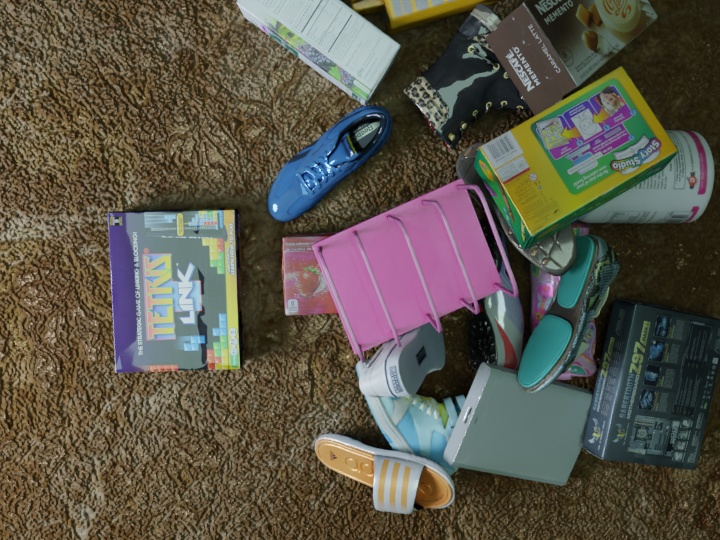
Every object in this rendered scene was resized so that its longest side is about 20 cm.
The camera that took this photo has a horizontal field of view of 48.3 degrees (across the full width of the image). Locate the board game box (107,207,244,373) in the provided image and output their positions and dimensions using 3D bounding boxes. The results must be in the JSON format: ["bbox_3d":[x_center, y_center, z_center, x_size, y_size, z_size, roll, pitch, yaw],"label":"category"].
[{"bbox_3d":[-0.233,0.024,1.030,0.160,0.057,0.206,-2,95,-3],"label":"board game box"}]

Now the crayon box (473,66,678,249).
[{"bbox_3d":[0.244,-0.128,0.918,0.197,0.058,0.121,-29,76,-4],"label":"crayon box"}]

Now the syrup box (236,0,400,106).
[{"bbox_3d":[-0.051,-0.299,0.998,0.198,0.079,0.082,34,93,-5],"label":"syrup box"}]

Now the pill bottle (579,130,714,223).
[{"bbox_3d":[0.324,-0.118,1.005,0.194,0.113,0.117,0,95,-7],"label":"pill bottle"}]

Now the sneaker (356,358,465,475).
[{"bbox_3d":[0.085,0.177,1.045,0.129,0.080,0.203,-30,105,2],"label":"sneaker"}]

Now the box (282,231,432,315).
[{"bbox_3d":[0.000,0.000,1.014,0.194,0.100,0.098,-2,94,-2],"label":"box"}]

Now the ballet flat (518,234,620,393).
[{"bbox_3d":[0.258,0.060,0.967,0.073,0.074,0.204,23,97,-4],"label":"ballet flat"}]

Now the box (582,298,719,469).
[{"bbox_3d":[0.385,0.150,1.048,0.154,0.051,0.206,9,94,-20],"label":"box"}]

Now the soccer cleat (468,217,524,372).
[{"bbox_3d":[0.180,0.034,1.050,0.072,0.068,0.206,1,84,-34],"label":"soccer cleat"}]

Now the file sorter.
[{"bbox_3d":[0.060,0.000,0.904,0.196,0.125,0.142,-23,96,-1],"label":"file sorter"}]

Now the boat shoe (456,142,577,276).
[{"bbox_3d":[0.197,-0.074,0.988,0.074,0.073,0.202,-38,66,7],"label":"boat shoe"}]

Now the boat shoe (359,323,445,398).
[{"bbox_3d":[0.053,0.104,0.989,0.064,0.199,0.076,-14,91,23],"label":"boat shoe"}]

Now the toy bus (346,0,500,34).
[{"bbox_3d":[0.081,-0.354,1.006,0.195,0.065,0.080,-17,97,-1],"label":"toy bus"}]

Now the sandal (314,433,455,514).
[{"bbox_3d":[0.021,0.269,1.017,0.202,0.059,0.081,10,125,27],"label":"sandal"}]

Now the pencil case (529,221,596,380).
[{"bbox_3d":[0.258,0.035,1.034,0.085,0.087,0.206,-4,96,-2],"label":"pencil case"}]

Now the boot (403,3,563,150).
[{"bbox_3d":[0.163,-0.211,1.018,0.150,0.073,0.200,-41,105,7],"label":"boot"}]

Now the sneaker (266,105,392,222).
[{"bbox_3d":[-0.043,-0.137,1.014,0.199,0.078,0.066,-40,97,3],"label":"sneaker"}]

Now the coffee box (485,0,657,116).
[{"bbox_3d":[0.255,-0.293,0.965,0.199,0.079,0.115,-39,96,-31],"label":"coffee box"}]

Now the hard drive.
[{"bbox_3d":[0.211,0.200,1.029,0.196,0.026,0.135,17,101,-29],"label":"hard drive"}]
